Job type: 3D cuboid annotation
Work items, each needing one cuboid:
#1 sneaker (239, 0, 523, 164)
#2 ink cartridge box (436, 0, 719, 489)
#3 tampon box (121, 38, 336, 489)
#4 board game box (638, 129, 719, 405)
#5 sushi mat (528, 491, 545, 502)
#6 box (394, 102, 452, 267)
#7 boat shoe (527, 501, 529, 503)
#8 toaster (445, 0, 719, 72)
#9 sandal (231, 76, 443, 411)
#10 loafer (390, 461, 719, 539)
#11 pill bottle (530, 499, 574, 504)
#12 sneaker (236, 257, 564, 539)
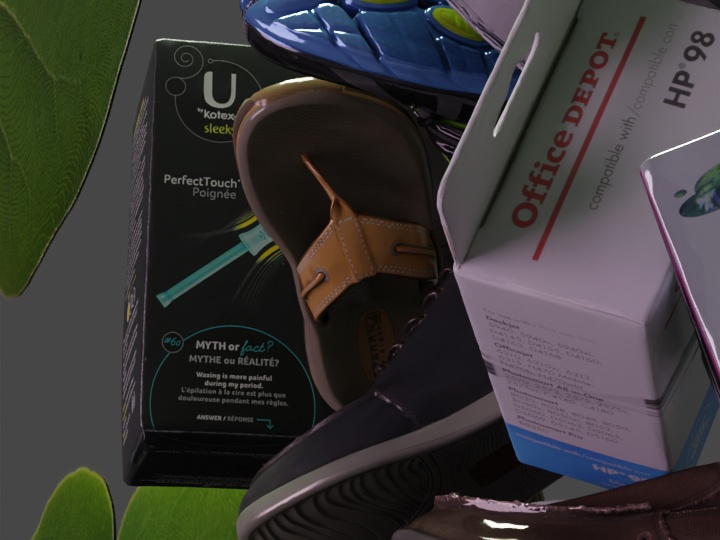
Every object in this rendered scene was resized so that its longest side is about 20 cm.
[{"bbox_3d":[0.042,-0.069,0.839,0.083,0.200,0.071,-52,33,40],"label":"sneaker"},{"bbox_3d":[0.090,-0.013,0.708,0.116,0.067,0.200,-65,-21,-20],"label":"ink cartridge box"},{"bbox_3d":[-0.041,0.002,1.066,0.126,0.150,0.200,122,150,-69],"label":"tampon box"},{"bbox_3d":[0.147,0.072,0.581,0.148,0.064,0.200,54,-165,-61],"label":"board game box"},{"bbox_3d":[0.071,0.170,0.945,0.096,0.012,0.200,120,148,-43],"label":"sushi mat"},{"bbox_3d":[0.038,-0.102,0.929,0.200,0.078,0.095,88,166,-47],"label":"box"},{"bbox_3d":[0.043,0.084,0.949,0.069,0.057,0.200,35,109,60],"label":"boat shoe"},{"bbox_3d":[0.110,-0.125,0.761,0.114,0.200,0.129,-51,3,-28],"label":"toaster"},{"bbox_3d":[0.000,0.000,0.911,0.054,0.080,0.200,-109,5,-50],"label":"sandal"},{"bbox_3d":[0.108,0.104,0.721,0.071,0.200,0.073,-65,-31,-34],"label":"loafer"},{"bbox_3d":[0.082,0.196,0.779,0.111,0.111,0.200,119,150,-43],"label":"pill bottle"},{"bbox_3d":[0.033,0.048,0.885,0.075,0.200,0.106,59,-173,-45],"label":"sneaker"}]
